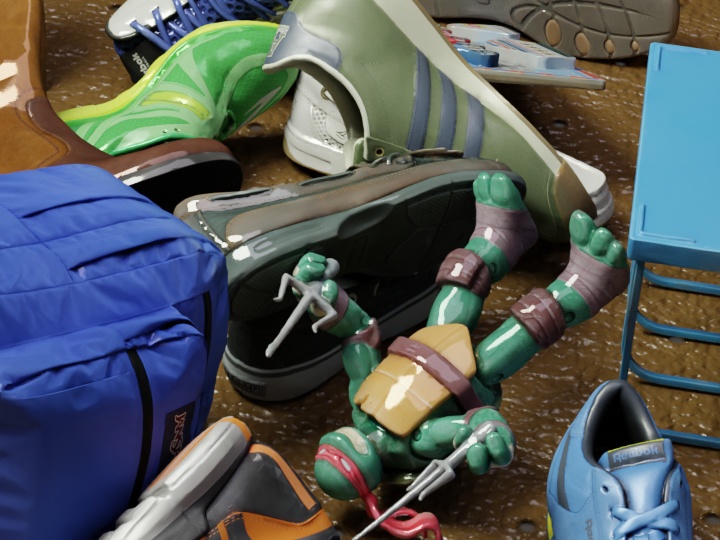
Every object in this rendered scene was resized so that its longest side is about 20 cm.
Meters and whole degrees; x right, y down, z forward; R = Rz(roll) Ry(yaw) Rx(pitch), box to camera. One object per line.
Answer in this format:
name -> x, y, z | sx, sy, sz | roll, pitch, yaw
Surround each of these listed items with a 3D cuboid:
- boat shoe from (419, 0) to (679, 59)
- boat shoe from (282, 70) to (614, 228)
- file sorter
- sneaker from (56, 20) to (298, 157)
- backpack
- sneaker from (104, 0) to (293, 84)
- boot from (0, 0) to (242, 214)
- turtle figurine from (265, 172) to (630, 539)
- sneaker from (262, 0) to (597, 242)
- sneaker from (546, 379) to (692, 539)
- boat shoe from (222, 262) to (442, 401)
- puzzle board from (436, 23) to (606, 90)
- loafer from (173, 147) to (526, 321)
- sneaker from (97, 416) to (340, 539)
boat shoe -> 0.114, -0.193, 1.597 | 0.199, 0.075, 0.073 | 17, 36, 16
boat shoe -> 0.051, -0.075, 1.414 | 0.199, 0.070, 0.071 | 16, 29, 14
file sorter -> 0.206, -0.011, 1.295 | 0.138, 0.123, 0.200 | 9, 34, 5
sneaker -> -0.106, -0.071, 1.394 | 0.199, 0.074, 0.083 | -33, 52, -27
backpack -> -0.147, 0.052, 1.130 | 0.167, 0.163, 0.199 | 32, 30, 29
sneaker -> -0.082, -0.152, 1.475 | 0.199, 0.081, 0.115 | -8, 40, 55
boot -> -0.163, -0.087, 1.327 | 0.187, 0.068, 0.201 | -24, 54, 16
turtle figurine -> 0.030, 0.045, 1.178 | 0.149, 0.101, 0.200 | 36, 66, 23
sneaker -> 0.030, -0.072, 1.338 | 0.090, 0.200, 0.067 | -44, 7, -12
sneaker -> 0.120, 0.128, 1.119 | 0.065, 0.079, 0.201 | 3, 35, -6
boat shoe -> 0.000, 0.000, 1.310 | 0.068, 0.057, 0.200 | 23, 38, 25
puzzle board -> 0.043, -0.134, 1.475 | 0.150, 0.018, 0.200 | 3, 13, -15
loafer -> -0.003, -0.033, 1.248 | 0.199, 0.072, 0.063 | -17, 59, -38
sneaker -> -0.081, 0.165, 1.036 | 0.112, 0.078, 0.200 | 45, 73, -4
